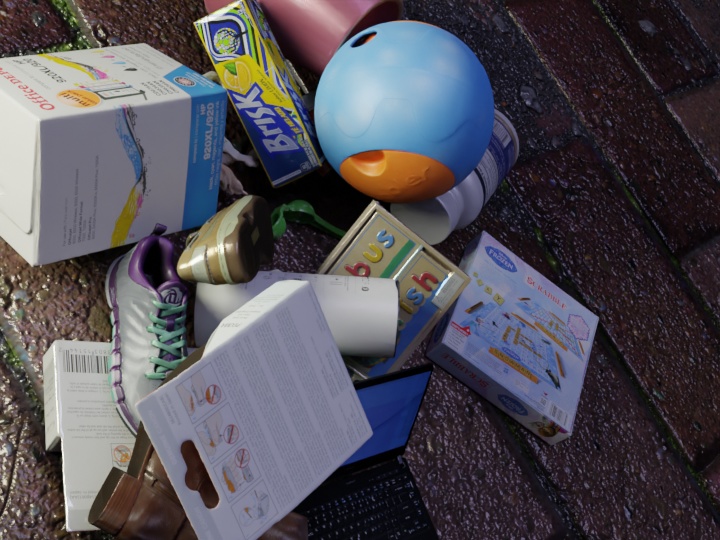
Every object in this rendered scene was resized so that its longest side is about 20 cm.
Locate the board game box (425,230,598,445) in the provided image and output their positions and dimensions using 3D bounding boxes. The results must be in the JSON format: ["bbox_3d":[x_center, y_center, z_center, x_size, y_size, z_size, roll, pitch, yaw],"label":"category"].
[{"bbox_3d":[0.194,0.081,1.261,0.200,0.041,0.200,37,48,-11],"label":"board game box"}]

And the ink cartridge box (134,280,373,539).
[{"bbox_3d":[-0.090,0.123,0.844,0.200,0.047,0.161,-36,112,-39],"label":"ink cartridge box"}]

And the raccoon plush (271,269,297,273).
[{"bbox_3d":[0.000,0.000,1.144,0.200,0.097,0.134,29,41,-17],"label":"raccoon plush"}]

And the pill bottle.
[{"bbox_3d":[0.117,-0.119,1.285,0.111,0.111,0.200,44,47,-4],"label":"pill bottle"}]

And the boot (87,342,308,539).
[{"bbox_3d":[-0.105,0.184,0.879,0.200,0.064,0.187,35,83,-23],"label":"boot"}]

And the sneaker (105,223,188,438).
[{"bbox_3d":[-0.184,0.059,0.911,0.074,0.088,0.201,-1,61,-36],"label":"sneaker"}]

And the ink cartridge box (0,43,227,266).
[{"bbox_3d":[-0.252,-0.116,0.958,0.200,0.145,0.147,-19,40,-42],"label":"ink cartridge box"}]

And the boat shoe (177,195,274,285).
[{"bbox_3d":[-0.132,-0.029,0.977,0.200,0.076,0.072,-61,139,-80],"label":"boat shoe"}]

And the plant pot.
[{"bbox_3d":[-0.055,-0.325,1.206,0.179,0.200,0.200,42,45,14],"label":"plant pot"}]

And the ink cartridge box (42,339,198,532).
[{"bbox_3d":[-0.186,0.156,0.937,0.199,0.045,0.177,7,58,-32],"label":"ink cartridge box"}]

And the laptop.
[{"bbox_3d":[0.024,0.214,0.995,0.177,0.103,0.201,-8,69,-45],"label":"laptop"}]

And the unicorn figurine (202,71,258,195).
[{"bbox_3d":[-0.187,-0.178,1.123,0.137,0.074,0.200,11,36,-53],"label":"unicorn figurine"}]

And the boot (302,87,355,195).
[{"bbox_3d":[0.003,-0.177,1.271,0.144,0.072,0.200,49,54,0],"label":"boot"}]

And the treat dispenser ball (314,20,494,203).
[{"bbox_3d":[0.049,-0.175,1.131,0.200,0.201,0.202,18,53,-26],"label":"treat dispenser ball"}]

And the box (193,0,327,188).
[{"bbox_3d":[-0.107,-0.198,1.133,0.201,0.064,0.070,64,13,-12],"label":"box"}]

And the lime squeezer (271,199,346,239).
[{"bbox_3d":[-0.084,-0.040,1.151,0.200,0.038,0.071,-19,106,-43],"label":"lime squeezer"}]

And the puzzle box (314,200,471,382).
[{"bbox_3d":[0.004,0.044,1.062,0.133,0.200,0.025,37,6,-9],"label":"puzzle box"}]

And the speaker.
[{"bbox_3d":[-0.063,0.041,1.003,0.199,0.081,0.081,3,56,-2],"label":"speaker"}]
